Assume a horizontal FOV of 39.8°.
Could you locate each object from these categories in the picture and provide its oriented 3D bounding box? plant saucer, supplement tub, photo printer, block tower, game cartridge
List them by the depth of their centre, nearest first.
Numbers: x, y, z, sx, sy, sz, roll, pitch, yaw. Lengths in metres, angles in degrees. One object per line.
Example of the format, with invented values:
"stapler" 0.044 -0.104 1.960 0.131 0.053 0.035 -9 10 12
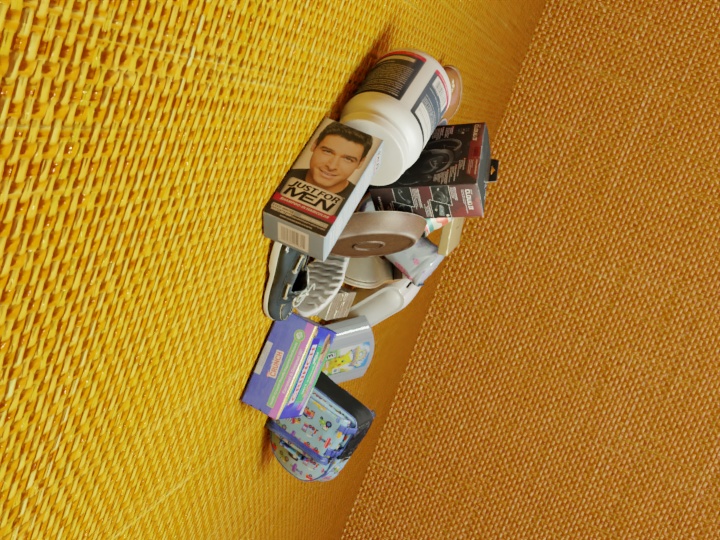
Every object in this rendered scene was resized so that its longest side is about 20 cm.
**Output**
"supplement tub" 0.050 -0.244 1.566 0.141 0.139 0.201 101 16 -49
"plant saucer" 0.012 -0.054 1.629 0.200 0.197 0.035 61 25 -77
"block tower" -0.060 0.057 1.868 0.200 0.053 0.059 11 100 -79
"game cartridge" -0.038 0.172 2.052 0.132 0.041 0.201 -17 146 -18
"photo printer" 0.045 0.052 2.087 0.199 0.070 0.167 -32 -169 32

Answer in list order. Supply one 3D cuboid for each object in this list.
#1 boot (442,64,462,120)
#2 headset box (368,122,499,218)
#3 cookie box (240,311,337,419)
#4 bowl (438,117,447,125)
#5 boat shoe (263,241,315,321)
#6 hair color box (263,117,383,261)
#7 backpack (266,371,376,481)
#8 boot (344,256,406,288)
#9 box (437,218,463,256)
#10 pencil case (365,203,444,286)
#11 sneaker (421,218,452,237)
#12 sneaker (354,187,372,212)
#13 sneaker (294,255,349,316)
"boot" 0.149 -0.328 2.091 0.155 0.073 0.202 -36 144 -63
"headset box" 0.126 -0.163 1.625 0.078 0.197 0.150 72 23 -46
"cookie box" -0.120 0.165 1.726 0.200 0.074 0.173 36 78 -78
"bowl" 0.080 -0.211 1.884 0.201 0.104 0.203 23 90 -80
"boat shoe" -0.105 0.014 1.529 0.201 0.061 0.075 103 13 -44
"hair color box" -0.052 -0.119 1.424 0.061 0.098 0.201 97 19 -54
"backpack" -0.096 0.315 1.917 0.201 0.182 0.134 -58 164 19
"boot" 0.000 0.000 1.927 0.154 0.198 0.075 -4 -97 60
"box" 0.179 -0.136 1.805 0.163 0.021 0.203 -37 139 -73
"pencil case" 0.065 -0.065 1.839 0.083 0.200 0.091 -49 173 20
"sneaker" 0.106 -0.152 1.731 0.092 0.201 0.071 -25 147 -3
"sneaker" 0.014 -0.172 1.707 0.078 0.078 0.202 9 102 -78
"sneaker" -0.058 0.014 1.728 0.083 0.074 0.201 98 17 -48
